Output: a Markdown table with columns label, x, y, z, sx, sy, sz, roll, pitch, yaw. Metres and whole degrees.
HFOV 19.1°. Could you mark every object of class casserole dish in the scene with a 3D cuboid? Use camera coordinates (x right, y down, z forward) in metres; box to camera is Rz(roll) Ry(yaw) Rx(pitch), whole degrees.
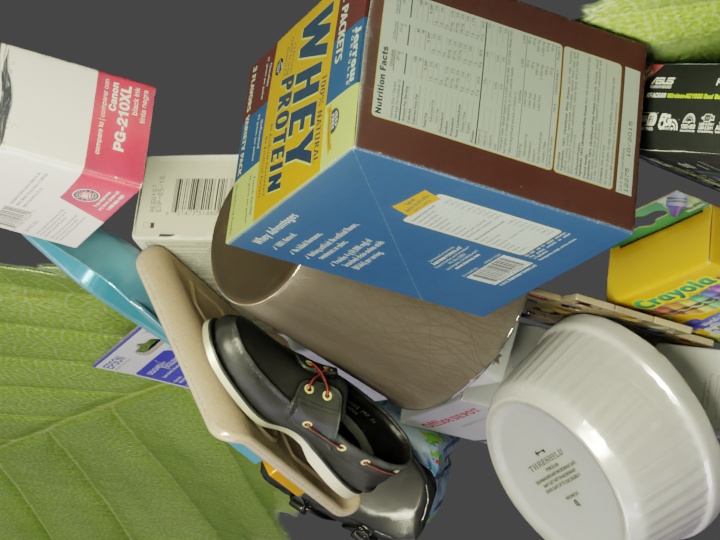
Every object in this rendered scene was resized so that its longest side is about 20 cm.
| label | x | y | z | sx | sy | sz | roll | pitch | yaw |
| --- | --- | --- | --- | --- | --- | --- | --- | --- | --- |
| casserole dish | -0.199 | -0.001 | 1.691 | 0.200 | 0.039 | 0.121 | 26 | 164 | 50 |

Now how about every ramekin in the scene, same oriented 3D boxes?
| label | x | y | z | sx | sy | sz | roll | pitch | yaw |
| --- | --- | --- | --- | --- | --- | --- | --- | --- | --- |
| ramekin | 0.186 | 0.145 | 1.696 | 0.202 | 0.094 | 0.203 | 39 | 148 | 30 |

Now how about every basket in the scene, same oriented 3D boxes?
| label | x | y | z | sx | sy | sz | roll | pitch | yaw |
| --- | --- | --- | --- | --- | --- | --- | --- | --- | --- |
| basket | 0.000 | 0.000 | 1.559 | 0.199 | 0.136 | 0.181 | 21 | 115 | -40 |

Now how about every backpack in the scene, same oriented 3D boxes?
| label | x | y | z | sx | sy | sz | roll | pitch | yaw |
| --- | --- | --- | --- | --- | --- | --- | --- | --- | --- |
| backpack | 0.016 | 0.174 | 1.968 | 0.162 | 0.155 | 0.200 | 22 | 173 | 15 |

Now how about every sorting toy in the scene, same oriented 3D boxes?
| label | x | y | z | sx | sy | sz | roll | pitch | yaw |
| --- | --- | --- | --- | --- | --- | --- | --- | --- | --- |
| sorting toy | -0.088 | 0.089 | 1.615 | 0.036 | 0.186 | 0.200 | -36 | 146 | 11 |

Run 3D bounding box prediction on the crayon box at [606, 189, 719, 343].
| label | x | y | z | sx | sy | sz | roll | pitch | yaw |
| --- | --- | --- | --- | --- | --- | --- | --- | --- | --- |
| crayon box | 0.281 | 0.007 | 1.652 | 0.199 | 0.052 | 0.126 | 19 | 156 | -27 |

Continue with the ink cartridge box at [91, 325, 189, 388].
| label | x | y | z | sx | sy | sz | roll | pitch | yaw |
| --- | --- | --- | --- | --- | --- | --- | --- | --- | --- |
| ink cartridge box | -0.120 | 0.068 | 1.939 | 0.199 | 0.047 | 0.198 | 17 | 158 | -19 |

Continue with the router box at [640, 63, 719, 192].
| label | x | y | z | sx | sy | sz | roll | pitch | yaw |
| --- | --- | --- | --- | --- | --- | --- | --- | --- | --- |
| router box | 0.285 | -0.074 | 1.375 | 0.199 | 0.063 | 0.150 | 19 | 177 | -28 |

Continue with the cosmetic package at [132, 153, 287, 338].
| label | x | y | z | sx | sy | sz | roll | pitch | yaw |
| --- | --- | --- | --- | --- | --- | --- | --- | --- | --- |
| cosmetic package | -0.094 | -0.016 | 1.679 | 0.103 | 0.074 | 0.200 | 1 | 158 | 16 |

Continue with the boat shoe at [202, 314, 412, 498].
| label | x | y | z | sx | sy | sz | roll | pitch | yaw |
| --- | --- | --- | --- | --- | --- | --- | --- | --- | --- |
| boat shoe | -0.038 | 0.090 | 1.554 | 0.063 | 0.074 | 0.201 | -28 | 128 | 25 |

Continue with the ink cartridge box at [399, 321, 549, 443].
| label | x | y | z | sx | sy | sz | roll | pitch | yaw |
| --- | --- | --- | --- | --- | --- | --- | --- | --- | --- |
| ink cartridge box | 0.153 | 0.107 | 1.878 | 0.199 | 0.084 | 0.145 | 14 | 164 | -18 |

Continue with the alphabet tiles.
| label | x | y | z | sx | sy | sz | roll | pitch | yaw |
| --- | --- | --- | --- | --- | --- | --- | --- | --- | --- |
| alphabet tiles | 0.188 | 0.039 | 1.740 | 0.165 | 0.006 | 0.200 | 17 | 173 | -12 |

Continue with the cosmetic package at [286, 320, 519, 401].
| label | x | y | z | sx | sy | sz | roll | pitch | yaw |
| --- | --- | --- | --- | --- | --- | --- | --- | --- | --- |
| cosmetic package | 0.031 | 0.051 | 1.766 | 0.101 | 0.074 | 0.200 | 30 | 156 | -28 |

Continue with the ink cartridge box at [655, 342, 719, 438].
| label | x | y | z | sx | sy | sz | roll | pitch | yaw |
| --- | --- | --- | --- | --- | --- | --- | --- | --- | --- |
| ink cartridge box | 0.342 | 0.107 | 1.716 | 0.199 | 0.067 | 0.116 | 6 | 174 | 25 |

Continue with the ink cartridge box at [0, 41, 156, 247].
| label | x | y | z | sx | sy | sz | roll | pitch | yaw |
| --- | --- | --- | --- | --- | --- | --- | --- | --- | --- |
| ink cartridge box | -0.265 | -0.097 | 1.515 | 0.199 | 0.085 | 0.145 | 15 | 157 | -22 |

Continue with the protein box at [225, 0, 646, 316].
| label | x | y | z | sx | sy | sz | roll | pitch | yaw |
| --- | --- | --- | --- | --- | --- | --- | --- | --- | --- |
| protein box | 0.047 | -0.080 | 1.393 | 0.199 | 0.136 | 0.198 | 16 | 157 | -22 |
